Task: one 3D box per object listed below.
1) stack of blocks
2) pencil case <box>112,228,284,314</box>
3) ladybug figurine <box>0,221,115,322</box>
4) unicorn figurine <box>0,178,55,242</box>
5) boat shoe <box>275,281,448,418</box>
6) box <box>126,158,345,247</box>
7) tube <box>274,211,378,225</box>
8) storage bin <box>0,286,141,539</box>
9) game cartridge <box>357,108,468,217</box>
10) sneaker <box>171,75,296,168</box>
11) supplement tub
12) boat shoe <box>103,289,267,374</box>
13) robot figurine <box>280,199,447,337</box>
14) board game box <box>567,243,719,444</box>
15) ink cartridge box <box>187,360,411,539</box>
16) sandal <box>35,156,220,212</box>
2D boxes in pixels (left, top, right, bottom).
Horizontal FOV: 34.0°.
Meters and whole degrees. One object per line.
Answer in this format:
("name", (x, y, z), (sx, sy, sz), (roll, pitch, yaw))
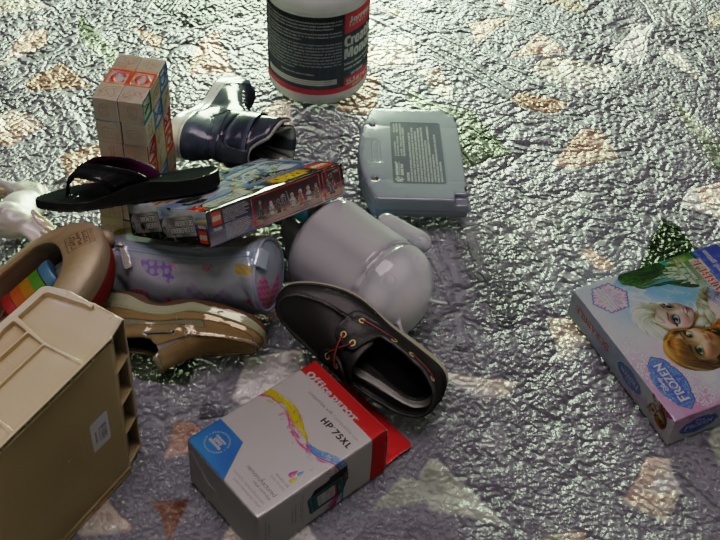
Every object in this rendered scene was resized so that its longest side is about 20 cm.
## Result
("stack of blocks", (-0.256, -0.127, 1.337), (0.058, 0.202, 0.116), (8, 43, 6))
("pencil case", (-0.180, -0.002, 1.268), (0.197, 0.091, 0.084), (4, 48, 19))
("ladybug figurine", (-0.328, 0.032, 1.227), (0.199, 0.072, 0.136), (-37, 44, 5))
("unicorn figurine", (-0.400, -0.059, 1.349), (0.135, 0.074, 0.201), (11, 39, -7))
("boat shoe", (-0.002, 0.077, 1.194), (0.200, 0.074, 0.063), (33, 19, 4))
("box", (-0.131, -0.077, 1.267), (0.136, 0.040, 0.199), (8, 23, 44))
("tube", (-0.062, -0.069, 1.395), (0.197, 0.051, 0.078), (13, 21, 8))
("storage bin", (-0.294, 0.151, 1.056), (0.093, 0.202, 0.199), (24, 48, 20))
("game cartridge", (0.061, -0.135, 1.465), (0.131, 0.042, 0.201), (-2, 40, 1))
("sneaker", (-0.135, -0.180, 1.461), (0.144, 0.078, 0.203), (9, 32, 16))
("supplement tub", (-0.056, -0.337, 1.556), (0.138, 0.202, 0.141), (1, 45, -1))
("boat shoe", (-0.197, 0.075, 1.241), (0.197, 0.072, 0.077), (5, 58, 14))
("robot figurine", (0.000, 0.000, 1.281), (0.169, 0.114, 0.199), (-41, 58, -21))
("board game box", (0.360, 0.073, 1.275), (0.197, 0.041, 0.201), (-17, 48, -18))
("ink cartridge box", (-0.055, 0.169, 1.142), (0.199, 0.068, 0.116), (-31, 53, -29))
("sandal", (-0.248, -0.099, 1.246), (0.197, 0.049, 0.075), (-8, 17, 3))
